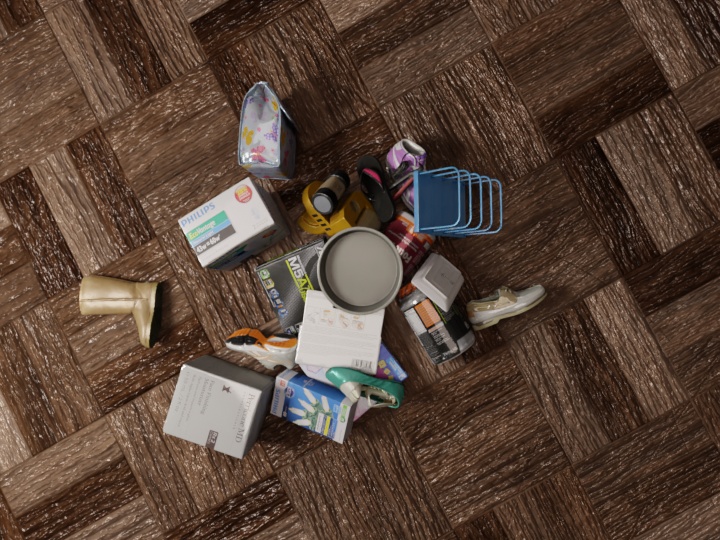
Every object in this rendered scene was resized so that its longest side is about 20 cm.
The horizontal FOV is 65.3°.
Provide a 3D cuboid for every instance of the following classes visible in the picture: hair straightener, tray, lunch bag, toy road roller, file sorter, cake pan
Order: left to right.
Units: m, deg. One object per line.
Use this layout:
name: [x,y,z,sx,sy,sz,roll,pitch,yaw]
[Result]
lunch bag: [-0.216,-0.335,1.361,0.125,0.170,0.204,2,87,4]
toy road roller: [-0.061,-0.131,1.370,0.145,0.123,0.200,-30,110,39]
cake pan: [0.000,0.000,1.289,0.197,0.037,0.204,1,98,7]
hair straightener: [0.082,-0.218,1.346,0.041,0.200,0.077,-30,82,-40]
tray: [0.190,0.018,1.319,0.107,0.200,0.022,41,120,2]
file sorter: [0.229,-0.156,1.300,0.122,0.198,0.141,-4,86,43]

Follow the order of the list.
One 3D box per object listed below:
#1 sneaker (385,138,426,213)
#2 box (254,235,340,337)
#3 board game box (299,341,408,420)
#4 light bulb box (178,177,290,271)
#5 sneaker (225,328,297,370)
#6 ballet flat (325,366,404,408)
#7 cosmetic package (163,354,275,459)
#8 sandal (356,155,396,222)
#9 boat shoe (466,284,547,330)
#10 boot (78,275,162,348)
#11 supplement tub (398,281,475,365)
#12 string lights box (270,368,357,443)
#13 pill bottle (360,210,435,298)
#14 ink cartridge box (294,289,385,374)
sneaker: [0.138,-0.223,1.359,0.072,0.114,0.202,-33,87,-28]
box: [-0.131,0.045,1.366,0.191,0.048,0.202,-20,103,14]
board game box: [-0.018,0.244,1.392,0.199,0.041,0.201,-40,86,1]
light bulb box: [-0.293,-0.103,1.341,0.197,0.200,0.126,-31,86,2]
sneaker: [-0.244,0.204,1.389,0.197,0.076,0.093,5,119,21]
ballet flat: [0.012,0.279,1.312,0.197,0.068,0.071,16,44,-12]
cosmetic package: [-0.330,0.320,1.344,0.197,0.165,0.167,17,90,3]
sandal: [0.030,-0.205,1.358,0.045,0.075,0.202,3,52,-36]
boat shoe: [0.353,0.075,1.362,0.198,0.075,0.069,-25,92,3]
boot: [-0.608,0.105,1.422,0.196,0.066,0.178,2,76,2]
supplement tub: [0.177,0.112,1.347,0.121,0.123,0.202,-30,87,2]
string lights box: [-0.112,0.324,1.353,0.197,0.059,0.104,18,108,17]
pill bottle: [0.082,-0.033,1.360,0.114,0.114,0.201,36,90,4]
ink cartridge box: [-0.047,0.147,1.342,0.197,0.044,0.177,9,86,-6]
